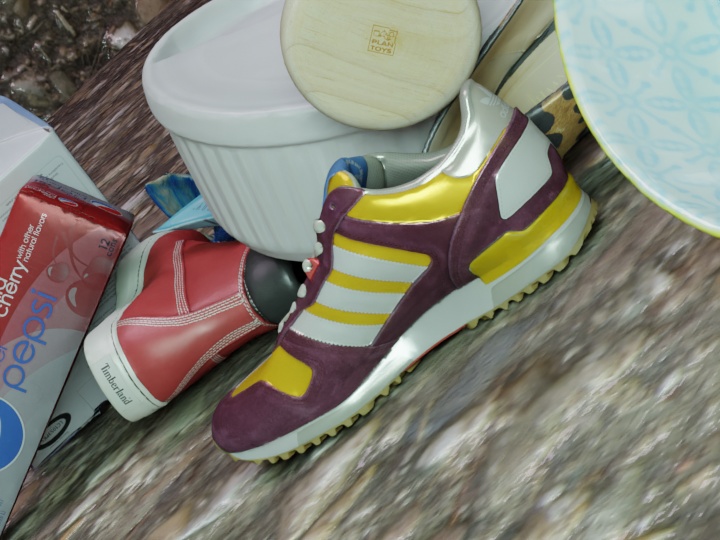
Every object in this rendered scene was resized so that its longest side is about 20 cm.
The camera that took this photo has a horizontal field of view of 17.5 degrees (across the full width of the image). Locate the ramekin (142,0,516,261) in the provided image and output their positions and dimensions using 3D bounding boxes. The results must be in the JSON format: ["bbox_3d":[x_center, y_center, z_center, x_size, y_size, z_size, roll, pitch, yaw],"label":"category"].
[{"bbox_3d":[-0.001,-0.083,1.153,0.202,0.094,0.202,-13,27,7],"label":"ramekin"}]

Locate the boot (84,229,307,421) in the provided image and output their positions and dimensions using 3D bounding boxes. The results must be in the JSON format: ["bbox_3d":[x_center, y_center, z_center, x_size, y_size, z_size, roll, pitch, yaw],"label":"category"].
[{"bbox_3d":[-0.062,0.002,1.263,0.144,0.072,0.200,-30,13,12],"label":"boot"}]

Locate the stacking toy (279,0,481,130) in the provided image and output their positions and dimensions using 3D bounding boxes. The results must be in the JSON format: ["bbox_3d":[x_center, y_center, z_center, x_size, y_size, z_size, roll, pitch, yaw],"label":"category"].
[{"bbox_3d":[0.009,-0.132,1.062,0.085,0.085,0.200,-38,17,14],"label":"stacking toy"}]

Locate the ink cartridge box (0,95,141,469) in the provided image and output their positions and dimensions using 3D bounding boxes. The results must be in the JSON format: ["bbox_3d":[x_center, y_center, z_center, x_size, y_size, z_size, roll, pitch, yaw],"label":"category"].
[{"bbox_3d":[-0.191,0.018,1.354,0.136,0.200,0.076,-43,38,-10],"label":"ink cartridge box"}]

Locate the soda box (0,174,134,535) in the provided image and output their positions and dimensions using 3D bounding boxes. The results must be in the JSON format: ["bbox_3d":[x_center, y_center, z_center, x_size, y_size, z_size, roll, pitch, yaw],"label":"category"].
[{"bbox_3d":[-0.190,0.052,1.265,0.070,0.063,0.200,-97,29,-80],"label":"soda box"}]

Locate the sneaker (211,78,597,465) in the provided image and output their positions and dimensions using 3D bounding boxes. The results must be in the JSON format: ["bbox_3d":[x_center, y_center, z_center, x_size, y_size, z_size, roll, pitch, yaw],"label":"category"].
[{"bbox_3d":[0.000,0.000,0.997,0.200,0.090,0.075,-37,12,15],"label":"sneaker"}]

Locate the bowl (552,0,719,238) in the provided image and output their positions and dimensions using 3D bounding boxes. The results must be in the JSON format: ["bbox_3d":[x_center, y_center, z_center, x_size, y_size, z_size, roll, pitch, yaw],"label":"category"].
[{"bbox_3d":[0.170,-0.090,0.705,0.200,0.200,0.108,-35,-30,25],"label":"bowl"}]

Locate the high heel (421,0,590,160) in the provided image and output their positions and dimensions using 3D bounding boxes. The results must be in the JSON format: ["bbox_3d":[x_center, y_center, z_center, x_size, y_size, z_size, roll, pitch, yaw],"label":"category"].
[{"bbox_3d":[0.088,-0.121,0.979,0.143,0.071,0.200,-29,-36,-23],"label":"high heel"}]

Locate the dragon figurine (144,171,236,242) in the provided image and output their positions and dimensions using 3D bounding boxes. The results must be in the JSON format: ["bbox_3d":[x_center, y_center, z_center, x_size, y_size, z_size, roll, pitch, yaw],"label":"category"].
[{"bbox_3d":[-0.083,-0.055,1.344,0.099,0.200,0.059,10,68,38],"label":"dragon figurine"}]

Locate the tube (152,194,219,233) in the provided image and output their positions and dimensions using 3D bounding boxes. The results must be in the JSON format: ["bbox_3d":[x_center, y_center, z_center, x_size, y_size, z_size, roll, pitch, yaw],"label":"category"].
[{"bbox_3d":[-0.023,-0.062,1.284,0.077,0.050,0.200,-16,12,44],"label":"tube"}]
